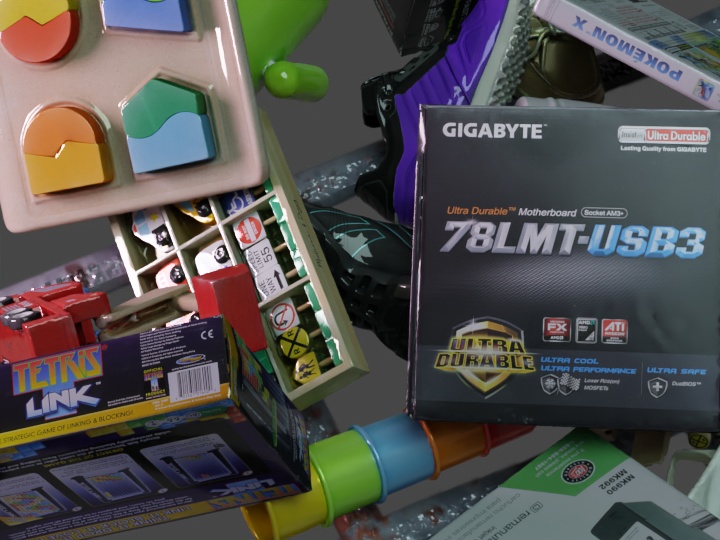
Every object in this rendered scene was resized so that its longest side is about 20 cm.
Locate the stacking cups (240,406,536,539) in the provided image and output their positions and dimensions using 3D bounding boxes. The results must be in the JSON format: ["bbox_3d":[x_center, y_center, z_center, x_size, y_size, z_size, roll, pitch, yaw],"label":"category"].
[{"bbox_3d":[0.018,0.114,1.389,0.199,0.061,0.061,-22,69,-22],"label":"stacking cups"}]

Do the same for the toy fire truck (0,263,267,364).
[{"bbox_3d":[-0.147,0.031,1.332,0.140,0.200,0.049,-16,100,-17],"label":"toy fire truck"}]

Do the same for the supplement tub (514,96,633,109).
[{"bbox_3d":[0.195,-0.041,1.452,0.199,0.132,0.133,8,62,-4],"label":"supplement tub"}]

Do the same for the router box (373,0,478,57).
[{"bbox_3d":[0.027,-0.277,1.533,0.062,0.150,0.201,-17,68,-17],"label":"router box"}]

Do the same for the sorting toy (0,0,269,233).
[{"bbox_3d":[-0.166,-0.129,1.401,0.199,0.036,0.186,-10,93,20],"label":"sorting toy"}]

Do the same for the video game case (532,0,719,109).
[{"bbox_3d":[0.224,-0.147,1.485,0.182,0.200,0.022,30,107,14],"label":"video game case"}]

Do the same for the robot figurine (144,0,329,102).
[{"bbox_3d":[-0.100,-0.174,1.479,0.175,0.116,0.200,32,65,16],"label":"robot figurine"}]

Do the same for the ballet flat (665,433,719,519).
[{"bbox_3d":[0.242,0.118,1.423,0.069,0.070,0.200,28,63,6],"label":"ballet flat"}]

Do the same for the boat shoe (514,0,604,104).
[{"bbox_3d":[0.117,-0.198,1.557,0.073,0.063,0.201,-17,67,-16],"label":"boat shoe"}]

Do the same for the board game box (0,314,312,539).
[{"bbox_3d":[-0.146,0.100,1.272,0.199,0.165,0.057,-13,65,9],"label":"board game box"}]

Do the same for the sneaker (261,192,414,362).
[{"bbox_3d":[0.000,0.000,1.446,0.199,0.076,0.079,30,32,14],"label":"sneaker"}]

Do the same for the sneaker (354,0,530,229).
[{"bbox_3d":[0.051,-0.125,1.490,0.099,0.070,0.201,18,77,13],"label":"sneaker"}]

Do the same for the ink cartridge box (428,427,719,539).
[{"bbox_3d":[0.155,0.202,1.299,0.146,0.084,0.200,-35,42,-22],"label":"ink cartridge box"}]

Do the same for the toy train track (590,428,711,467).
[{"bbox_3d":[0.236,0.086,1.394,0.199,0.033,0.115,-15,36,31],"label":"toy train track"}]

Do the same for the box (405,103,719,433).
[{"bbox_3d":[0.131,-0.002,1.350,0.199,0.050,0.200,3,87,7],"label":"box"}]

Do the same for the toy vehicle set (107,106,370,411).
[{"bbox_3d":[-0.084,0.005,1.404,0.124,0.026,0.201,-30,66,18],"label":"toy vehicle set"}]
